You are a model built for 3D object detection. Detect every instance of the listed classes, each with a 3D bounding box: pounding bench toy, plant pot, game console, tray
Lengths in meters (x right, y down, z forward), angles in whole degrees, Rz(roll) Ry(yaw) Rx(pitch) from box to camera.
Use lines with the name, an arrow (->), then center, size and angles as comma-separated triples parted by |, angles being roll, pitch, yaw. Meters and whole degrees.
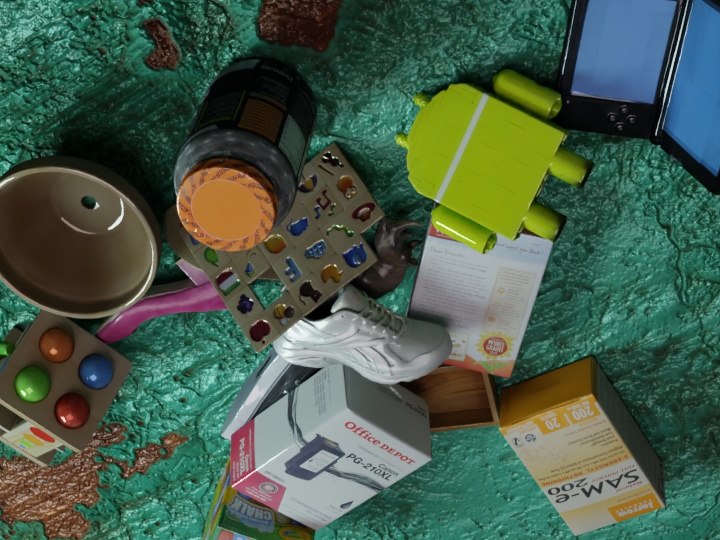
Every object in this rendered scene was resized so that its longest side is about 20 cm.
pounding bench toy -> -0.395, 0.115, 1.554 | 0.200, 0.125, 0.156 | 37, 150, -17
plant pot -> -0.310, -0.053, 1.475 | 0.199, 0.093, 0.202 | 5, 127, 6
game console -> 0.280, -0.190, 1.272 | 0.169, 0.119, 0.201 | 7, 126, 3
tray -> 0.061, 0.148, 1.603 | 0.199, 0.037, 0.099 | -8, 124, 13

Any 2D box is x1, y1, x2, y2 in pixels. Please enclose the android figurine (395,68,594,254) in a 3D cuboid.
android figurine -> 0.130, -0.113, 1.359 | 0.199, 0.041, 0.183 | 27, 105, 15

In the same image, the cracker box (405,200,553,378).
cracker box -> 0.127, 0.016, 1.482 | 0.133, 0.058, 0.201 | 13, 127, 0

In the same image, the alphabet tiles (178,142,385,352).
alphabet tiles -> -0.078, -0.038, 1.431 | 0.200, 0.008, 0.168 | -37, 74, 9

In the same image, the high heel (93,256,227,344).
high heel -> -0.220, 0.051, 1.555 | 0.200, 0.067, 0.096 | -37, 103, 15

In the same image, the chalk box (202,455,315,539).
chalk box -> -0.130, 0.332, 1.661 | 0.123, 0.200, 0.125 | 21, 126, -8

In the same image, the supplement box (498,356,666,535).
supplement box -> 0.266, 0.213, 1.595 | 0.126, 0.074, 0.200 | -24, 119, 24

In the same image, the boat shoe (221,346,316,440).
boat shoe -> -0.098, 0.142, 1.606 | 0.066, 0.070, 0.200 | 30, 117, -12

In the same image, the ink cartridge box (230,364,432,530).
ink cartridge box -> -0.034, 0.205, 1.567 | 0.144, 0.085, 0.200 | 33, 125, -33

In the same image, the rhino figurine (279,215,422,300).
rhino figurine -> 0.000, 0.000, 1.486 | 0.087, 0.060, 0.200 | 39, 125, -17

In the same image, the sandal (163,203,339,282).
sandal -> -0.114, -0.022, 1.481 | 0.210, 0.070, 0.078 | 13, 84, 18

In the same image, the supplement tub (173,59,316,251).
supplement tub -> -0.116, -0.115, 1.334 | 0.122, 0.200, 0.123 | 4, 127, 6

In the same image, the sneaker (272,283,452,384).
sneaker -> 0.002, 0.061, 1.447 | 0.199, 0.078, 0.100 | 5, 131, 2
